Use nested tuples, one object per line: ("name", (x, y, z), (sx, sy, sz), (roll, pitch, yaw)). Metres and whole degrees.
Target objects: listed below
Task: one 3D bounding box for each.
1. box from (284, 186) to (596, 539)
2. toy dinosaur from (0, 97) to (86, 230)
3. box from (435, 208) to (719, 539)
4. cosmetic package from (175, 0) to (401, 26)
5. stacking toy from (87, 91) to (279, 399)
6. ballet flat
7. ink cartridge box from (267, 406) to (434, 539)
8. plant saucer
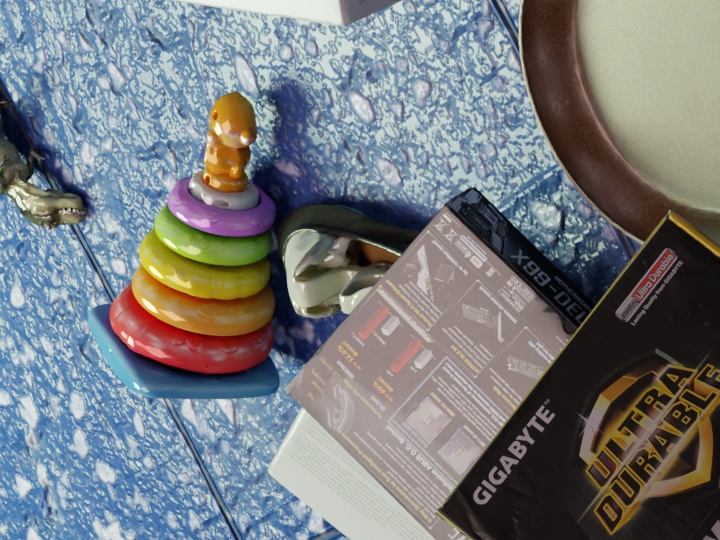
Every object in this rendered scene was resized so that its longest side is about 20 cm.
("box", (0.079, 0.079, 1.594), (0.200, 0.050, 0.158), (44, 115, 7))
("toy dinosaur", (-0.268, -0.106, 1.978), (0.200, 0.047, 0.088), (44, 145, 29))
("box", (0.161, 0.096, 1.451), (0.160, 0.200, 0.049), (39, 177, 5))
("cosmetic package", (-0.048, -0.258, 1.563), (0.199, 0.123, 0.200), (14, 123, 45))
("stacking toy", (-0.095, -0.023, 1.790), (0.116, 0.110, 0.200), (48, 131, 51))
("ballet flat", (0.000, 0.000, 1.703), (0.200, 0.068, 0.068), (9, 119, 47))
("ink cartridge box", (0.057, 0.123, 1.695), (0.200, 0.044, 0.174), (38, 132, 9))
("plant saucer", (0.166, -0.103, 1.478), (0.200, 0.032, 0.200), (26, 129, 38))
